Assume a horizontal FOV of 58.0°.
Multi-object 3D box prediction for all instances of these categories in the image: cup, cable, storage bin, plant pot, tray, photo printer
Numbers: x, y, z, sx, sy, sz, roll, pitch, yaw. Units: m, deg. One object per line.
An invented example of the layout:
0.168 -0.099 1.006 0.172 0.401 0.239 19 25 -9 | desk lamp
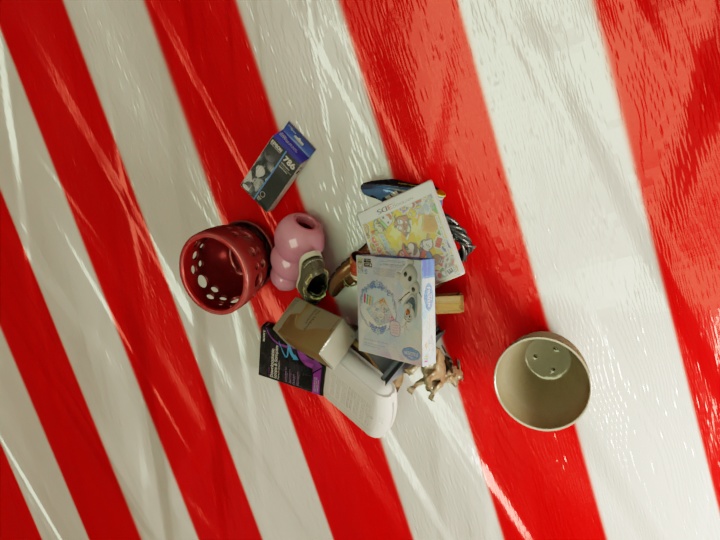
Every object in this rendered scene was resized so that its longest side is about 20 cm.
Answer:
0.391 0.211 1.375 0.195 0.143 0.207 7 109 20 | cup
0.155 -0.073 1.409 0.194 0.051 0.166 7 135 21 | cable
0.087 0.142 1.465 0.134 0.199 0.147 45 118 14 | storage bin
-0.315 -0.015 1.588 0.195 0.182 0.207 6 108 20 | plant pot
0.169 0.070 1.384 0.095 0.200 0.038 -3 90 7 | tray
0.003 0.291 1.540 0.198 0.069 0.170 35 137 27 | photo printer

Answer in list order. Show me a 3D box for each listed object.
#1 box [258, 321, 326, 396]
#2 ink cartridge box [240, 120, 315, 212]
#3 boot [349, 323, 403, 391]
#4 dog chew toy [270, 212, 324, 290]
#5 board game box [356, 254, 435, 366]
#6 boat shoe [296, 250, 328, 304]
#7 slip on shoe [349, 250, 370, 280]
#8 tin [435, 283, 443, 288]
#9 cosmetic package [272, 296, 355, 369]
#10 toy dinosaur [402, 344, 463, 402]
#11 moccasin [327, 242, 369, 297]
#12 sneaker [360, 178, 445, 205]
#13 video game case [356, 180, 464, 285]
-0.172 0.228 1.683 0.195 0.036 0.147 14 111 20 | box
-0.199 -0.246 1.550 0.099 0.039 0.201 43 116 7 | ink cartridge box
0.010 0.245 1.591 0.198 0.072 0.170 34 123 20 | boot
-0.161 -0.035 1.555 0.123 0.124 0.203 32 123 11 | dog chew toy
0.069 0.074 1.308 0.197 0.043 0.206 6 99 51 | board game box
-0.110 0.032 1.528 0.203 0.070 0.061 97 152 -59 | boat shoe
0.062 -0.018 1.418 0.195 0.075 0.062 -2 125 26 | slip on shoe
0.098 0.043 1.465 0.196 0.111 0.043 -18 87 27 | tin
-0.110 0.145 1.541 0.197 0.106 0.071 17 154 47 | cosmetic package
0.166 0.210 1.451 0.085 0.136 0.202 26 154 29 | toy dinosaur
0.001 0.000 1.524 0.200 0.073 0.079 -40 81 18 | moccasin
0.088 -0.153 1.436 0.195 0.074 0.085 15 113 20 | sneaker
0.103 -0.058 1.355 0.178 0.023 0.205 -22 88 23 | video game case
